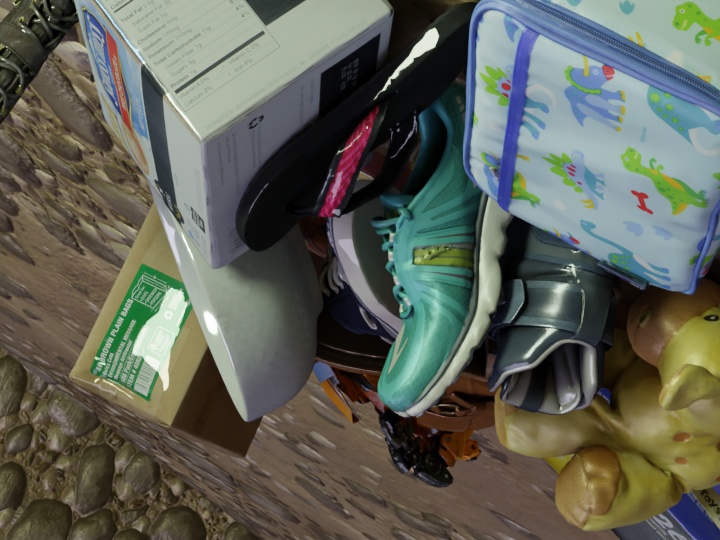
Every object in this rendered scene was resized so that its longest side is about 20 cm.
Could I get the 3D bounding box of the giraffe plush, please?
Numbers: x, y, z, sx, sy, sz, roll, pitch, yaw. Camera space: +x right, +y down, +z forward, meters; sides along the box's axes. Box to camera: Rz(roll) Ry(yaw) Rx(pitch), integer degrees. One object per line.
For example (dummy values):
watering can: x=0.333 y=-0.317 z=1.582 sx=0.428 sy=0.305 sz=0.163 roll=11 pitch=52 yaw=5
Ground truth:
giraffe plush: x=0.203 y=0.075 z=0.955 sx=0.199 sy=0.173 sz=0.163 roll=34 pitch=146 yaw=10

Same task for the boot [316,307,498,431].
boot: x=0.045 y=0.073 z=1.176 sx=0.198 sy=0.077 sz=0.156 roll=-3 pitch=153 yaw=-2

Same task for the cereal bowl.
cereal bowl: x=-0.081 y=0.000 z=1.057 sx=0.200 sy=0.083 sz=0.202 roll=159 pitch=90 yaw=-81

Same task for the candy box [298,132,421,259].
candy box: x=-0.002 y=-0.058 z=1.082 sx=0.115 sy=0.056 sz=0.200 roll=27 pitch=161 yaw=8

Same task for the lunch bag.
lunch bag: x=0.129 y=-0.079 z=0.769 sx=0.160 sy=0.083 sz=0.200 roll=31 pitch=160 yaw=13

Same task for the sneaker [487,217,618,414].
sneaker: x=0.096 y=0.016 z=0.950 sx=0.076 sy=0.148 sz=0.202 roll=10 pitch=171 yaw=-21

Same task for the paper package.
paper package: x=-0.126 y=0.036 z=1.247 sx=0.103 sy=0.202 sz=0.191 roll=22 pitch=172 yaw=20

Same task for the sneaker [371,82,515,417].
sneaker: x=0.039 y=-0.014 z=0.891 sx=0.079 sy=0.202 sz=0.077 roll=18 pitch=170 yaw=-25

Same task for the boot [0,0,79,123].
boot: x=-0.193 y=-0.160 z=0.949 sx=0.069 sy=0.175 sz=0.199 roll=39 pitch=161 yaw=-20

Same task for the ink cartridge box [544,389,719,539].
ink cartridge box: x=0.213 y=0.153 z=1.228 sx=0.198 sy=0.047 sz=0.200 roll=48 pitch=164 yaw=-2

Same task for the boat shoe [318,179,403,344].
boat shoe: x=0.000 y=0.000 z=1.020 sx=0.092 sy=0.075 sz=0.200 roll=10 pitch=155 yaw=29

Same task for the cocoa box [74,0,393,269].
cocoa box: x=-0.074 y=-0.117 z=0.879 sx=0.132 sy=0.133 sz=0.200 roll=51 pitch=166 yaw=13

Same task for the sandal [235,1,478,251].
sandal: x=0.004 y=-0.070 z=0.846 sx=0.045 sy=0.200 sz=0.075 roll=55 pitch=-158 yaw=13

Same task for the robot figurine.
robot figurine: x=0.030 y=0.090 z=1.280 sx=0.058 sy=0.145 sz=0.200 roll=-27 pitch=108 yaw=45
